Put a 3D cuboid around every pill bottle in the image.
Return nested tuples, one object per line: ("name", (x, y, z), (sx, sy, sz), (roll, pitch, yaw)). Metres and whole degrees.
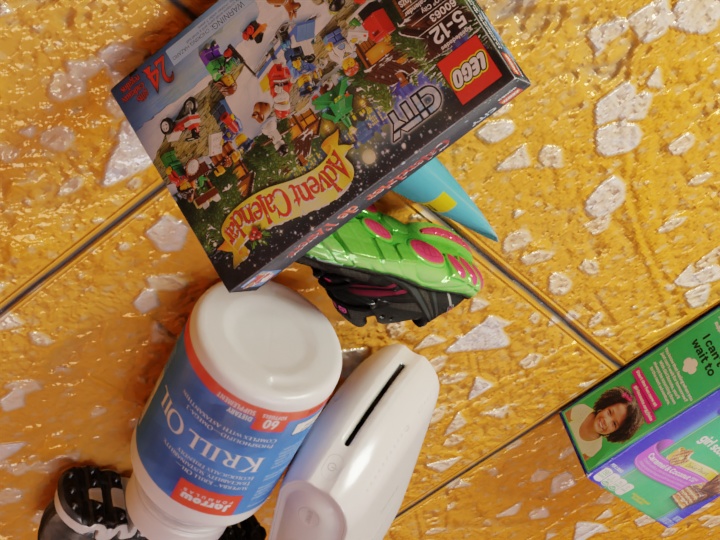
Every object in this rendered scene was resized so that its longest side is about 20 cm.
("pill bottle", (-0.098, 0.110, 1.056), (0.111, 0.113, 0.201), (3, 136, -29))

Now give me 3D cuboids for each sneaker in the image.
("sneaker", (0.000, 0.000, 1.001), (0.199, 0.077, 0.084), (21, 122, -41))
("sneaker", (-0.169, 0.210, 1.186), (0.198, 0.067, 0.091), (18, 131, -35))

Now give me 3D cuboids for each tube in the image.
("tube", (0.013, -0.077, 0.927), (0.051, 0.077, 0.200), (-52, 136, 0))

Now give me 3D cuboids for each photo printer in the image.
("photo printer", (-0.008, 0.162, 1.136), (0.167, 0.069, 0.201), (-52, 164, -41))

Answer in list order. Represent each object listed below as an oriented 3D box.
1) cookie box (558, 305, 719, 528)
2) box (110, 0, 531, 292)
("cookie box", (0.301, 0.124, 1.300), (0.199, 0.076, 0.171), (-37, 140, 18))
("box", (-0.025, -0.100, 0.816), (0.199, 0.137, 0.038), (-36, 169, 18))
